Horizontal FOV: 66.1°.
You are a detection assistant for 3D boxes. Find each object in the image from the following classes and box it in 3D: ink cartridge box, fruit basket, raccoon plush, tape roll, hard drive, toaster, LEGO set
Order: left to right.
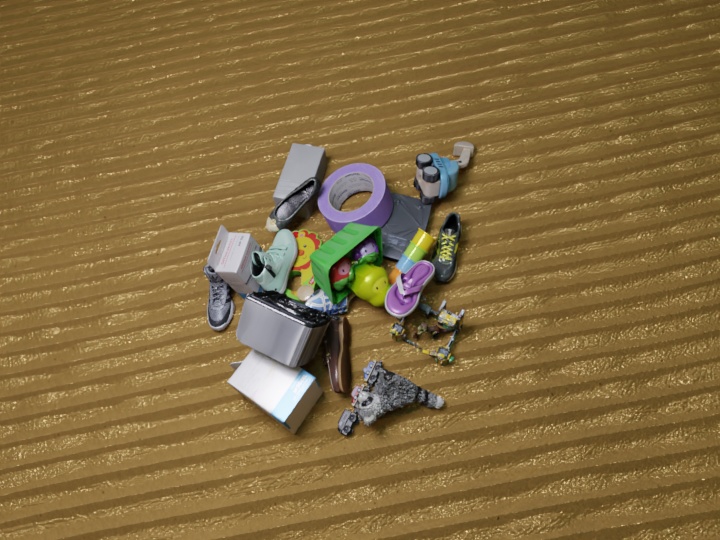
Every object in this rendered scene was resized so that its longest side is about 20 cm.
[{"bbox_3d":[-0.307,-0.019,1.444,0.067,0.200,0.117,4,63,20],"label":"ink cartridge box"},{"bbox_3d":[-0.211,0.273,1.333,0.199,0.129,0.126,30,70,19],"label":"ink cartridge box"},{"bbox_3d":[-0.172,0.132,1.310,0.198,0.181,0.120,23,96,10],"label":"toaster"},{"bbox_3d":[-0.014,-0.194,1.545,0.198,0.085,0.202,-10,57,15],"label":"tape roll"},{"bbox_3d":[0.000,0.000,1.390,0.213,0.156,0.217,-3,46,3],"label":"fruit basket"},{"bbox_3d":[0.087,0.320,1.292,0.198,0.097,0.135,24,77,6],"label":"raccoon plush"},{"bbox_3d":[0.114,-0.114,1.538,0.134,0.042,0.202,15,67,13],"label":"hard drive"},{"bbox_3d":[0.166,0.131,1.369,0.199,0.116,0.154,34,72,21],"label":"LEGO set"}]

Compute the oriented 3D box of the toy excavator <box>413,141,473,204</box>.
[{"bbox_3d":[0.248,-0.289,1.575,0.198,0.101,0.196,-8,45,-9],"label":"toy excavator"}]

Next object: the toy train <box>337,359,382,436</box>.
[{"bbox_3d":[-0.001,0.305,1.350,0.045,0.034,0.201,19,67,27],"label":"toy train"}]

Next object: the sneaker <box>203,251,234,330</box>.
[{"bbox_3d":[-0.381,0.050,1.470,0.075,0.114,0.202,0,64,6],"label":"sneaker"}]

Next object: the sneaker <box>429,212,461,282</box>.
[{"bbox_3d":[0.227,-0.068,1.480,0.074,0.085,0.202,8,65,11],"label":"sneaker"}]

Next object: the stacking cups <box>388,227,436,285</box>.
[{"bbox_3d":[0.123,-0.010,1.445,0.060,0.060,0.201,34,96,20],"label":"stacking cups"}]

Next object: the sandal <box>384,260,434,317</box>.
[{"bbox_3d":[0.118,0.032,1.354,0.082,0.050,0.203,18,46,21],"label":"sandal"}]

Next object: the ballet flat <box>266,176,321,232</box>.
[{"bbox_3d":[-0.189,-0.185,1.516,0.200,0.057,0.067,-45,80,6],"label":"ballet flat"}]

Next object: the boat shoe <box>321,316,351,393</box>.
[{"bbox_3d":[-0.063,0.213,1.384,0.070,0.071,0.202,-13,53,16],"label":"boat shoe"}]

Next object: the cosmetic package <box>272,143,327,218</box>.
[{"bbox_3d":[-0.173,-0.266,1.623,0.106,0.090,0.202,13,63,11],"label":"cosmetic package"}]

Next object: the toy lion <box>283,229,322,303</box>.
[{"bbox_3d":[-0.162,-0.015,1.514,0.190,0.069,0.201,22,68,23],"label":"toy lion"}]

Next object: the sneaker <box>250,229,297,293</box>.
[{"bbox_3d":[-0.229,-0.045,1.455,0.073,0.118,0.202,-8,57,23],"label":"sneaker"}]

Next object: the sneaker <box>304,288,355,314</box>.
[{"bbox_3d":[-0.077,0.083,1.435,0.077,0.076,0.200,36,69,25],"label":"sneaker"}]
